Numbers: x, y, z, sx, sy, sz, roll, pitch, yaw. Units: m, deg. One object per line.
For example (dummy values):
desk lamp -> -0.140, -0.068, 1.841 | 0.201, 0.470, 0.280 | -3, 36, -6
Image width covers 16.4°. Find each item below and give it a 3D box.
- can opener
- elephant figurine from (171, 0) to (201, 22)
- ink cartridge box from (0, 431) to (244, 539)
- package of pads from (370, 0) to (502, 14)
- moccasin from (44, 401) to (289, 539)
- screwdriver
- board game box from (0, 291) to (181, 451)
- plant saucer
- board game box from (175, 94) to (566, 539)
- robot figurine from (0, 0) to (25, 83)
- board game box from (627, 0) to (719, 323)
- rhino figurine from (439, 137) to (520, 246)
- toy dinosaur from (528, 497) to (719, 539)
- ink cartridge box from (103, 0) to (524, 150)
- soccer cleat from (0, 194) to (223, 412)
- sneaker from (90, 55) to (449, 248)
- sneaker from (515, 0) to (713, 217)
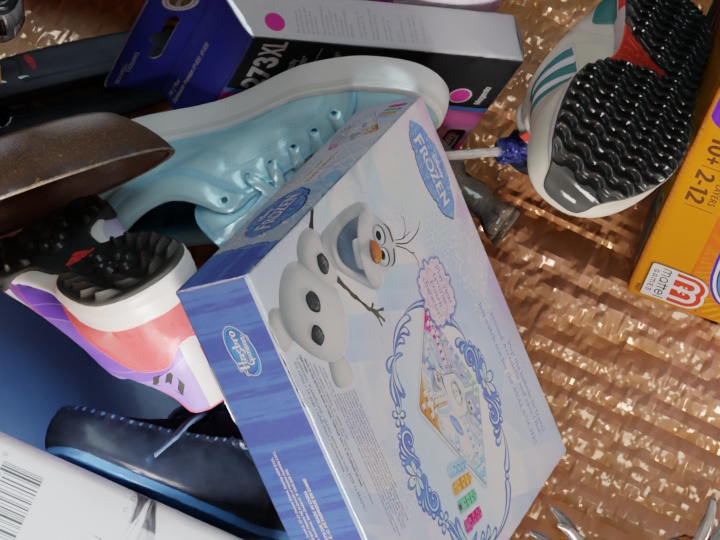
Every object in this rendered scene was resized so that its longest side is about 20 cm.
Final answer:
can opener -> -0.177, -0.092, 1.300 | 0.200, 0.063, 0.079 | -17, 61, -20
elephant figurine -> -0.136, -0.212, 1.352 | 0.200, 0.155, 0.142 | 27, 74, 9
ink cartridge box -> -0.142, 0.166, 1.105 | 0.200, 0.083, 0.146 | 24, 66, -2
package of pads -> 0.034, -0.187, 1.320 | 0.075, 0.200, 0.121 | -6, 62, -20
moccasin -> -0.057, 0.089, 1.172 | 0.200, 0.080, 0.068 | 21, 77, -34
screwdriver -> 0.064, -0.060, 1.286 | 0.029, 0.028, 0.200 | 16, 14, 30
board game box -> -0.186, 0.075, 1.207 | 0.200, 0.039, 0.158 | -17, 68, -17
plant saucer -> -0.185, -0.033, 1.179 | 0.200, 0.200, 0.032 | -20, 88, -22
board game box -> 0.012, 0.050, 1.143 | 0.043, 0.200, 0.199 | -13, 19, 31
robot figurine -> -0.244, -0.115, 1.244 | 0.145, 0.058, 0.200 | -25, 28, -20
board game box -> 0.277, -0.087, 1.297 | 0.199, 0.200, 0.200 | 19, 57, 2
rhino figurine -> 0.000, 0.000, 1.272 | 0.087, 0.060, 0.200 | 36, 54, 8
toy dinosaur -> 0.113, 0.184, 1.188 | 0.181, 0.201, 0.105 | 5, 13, -31
ink cartridge box -> -0.024, -0.103, 1.292 | 0.199, 0.095, 0.037 | 5, 58, -23
soccer cleat -> -0.117, 0.015, 1.145 | 0.068, 0.200, 0.073 | -34, 111, -17
sneaker -> -0.046, -0.045, 1.260 | 0.200, 0.074, 0.082 | -16, 59, 23
sneaker -> 0.115, -0.072, 1.258 | 0.070, 0.093, 0.200 | 39, 39, -9
